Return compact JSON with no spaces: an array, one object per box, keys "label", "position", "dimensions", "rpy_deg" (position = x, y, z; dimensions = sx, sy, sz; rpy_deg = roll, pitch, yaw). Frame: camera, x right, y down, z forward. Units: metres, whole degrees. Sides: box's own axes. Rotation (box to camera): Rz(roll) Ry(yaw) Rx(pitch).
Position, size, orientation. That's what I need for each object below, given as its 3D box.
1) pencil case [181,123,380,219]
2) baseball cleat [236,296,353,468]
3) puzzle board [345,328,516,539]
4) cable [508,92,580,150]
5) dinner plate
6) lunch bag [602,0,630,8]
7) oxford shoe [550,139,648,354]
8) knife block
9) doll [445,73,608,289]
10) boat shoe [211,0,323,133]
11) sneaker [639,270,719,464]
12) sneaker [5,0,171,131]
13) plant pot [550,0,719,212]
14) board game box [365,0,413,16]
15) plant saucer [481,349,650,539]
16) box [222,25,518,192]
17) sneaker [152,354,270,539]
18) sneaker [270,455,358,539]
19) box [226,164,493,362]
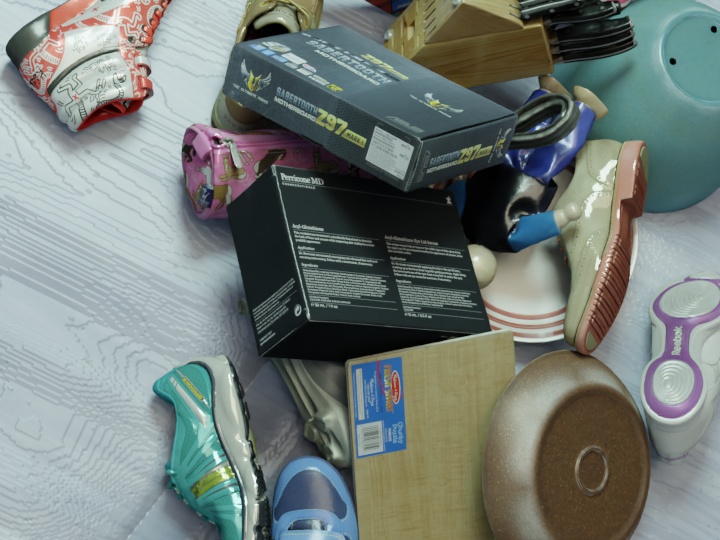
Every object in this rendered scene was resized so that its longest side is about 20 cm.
[{"label":"pencil case","position":[-0.053,-0.091,1.576],"dimensions":[0.198,0.086,0.084],"rpy_deg":[-4,103,-21]},{"label":"baseball cleat","position":[-0.029,0.068,1.560],"dimensions":[0.106,0.070,0.201],"rpy_deg":[-19,83,-35]},{"label":"puzzle board","position":[0.063,0.157,1.532],"dimensions":[0.149,0.017,0.202],"rpy_deg":[-9,106,-19]},{"label":"cable","position":[0.097,-0.120,1.588],"dimensions":[0.050,0.199,0.098],"rpy_deg":[44,65,-30]},{"label":"dinner plate","position":[0.151,-0.032,1.642],"dimensions":[0.198,0.024,0.202],"rpy_deg":[1,75,-5]},{"label":"lunch bag","position":[0.180,-0.338,1.700],"dimensions":[0.198,0.082,0.177],"rpy_deg":[18,47,1]},{"label":"oxford shoe","position":[0.200,-0.022,1.605],"dimensions":[0.073,0.071,0.201],"rpy_deg":[8,67,22]},{"label":"knife block","position":[0.136,-0.205,1.610],"dimensions":[0.174,0.200,0.064],"rpy_deg":[18,53,-24]},{"label":"doll","position":[0.141,-0.072,1.600],"dimensions":[0.136,0.048,0.201],"rpy_deg":[26,79,35]},{"label":"boat shoe","position":[-0.073,-0.208,1.618],"dimensions":[0.073,0.066,0.202],"rpy_deg":[19,70,-10]},{"label":"sneaker","position":[0.290,0.085,1.643],"dimensions":[0.074,0.100,0.201],"rpy_deg":[8,47,21]},{"label":"sneaker","position":[-0.197,-0.203,1.583],"dimensions":[0.201,0.067,0.108],"rpy_deg":[-37,88,-19]},{"label":"plant pot","position":[0.287,-0.169,1.674],"dimensions":[0.198,0.135,0.202],"rpy_deg":[4,74,-15]},{"label":"board game box","position":[0.070,-0.275,1.594],"dimensions":[0.103,0.199,0.020],"rpy_deg":[21,63,-42]},{"label":"plant saucer","position":[0.186,0.169,1.553],"dimensions":[0.199,0.037,0.202],"rpy_deg":[0,89,-40]},{"label":"box","position":[0.009,-0.139,1.521],"dimensions":[0.199,0.051,0.157],"rpy_deg":[31,26,26]},{"label":"sneaker","position":[-0.120,0.171,1.503],"dimensions":[0.079,0.078,0.202],"rpy_deg":[-15,73,0]},{"label":"sneaker","position":[-0.040,0.249,1.471],"dimensions":[0.073,0.082,0.202],"rpy_deg":[-1,79,4]},{"label":"box","position":[0.000,0.000,1.524],"dimensions":[0.199,0.079,0.142],"rpy_deg":[7,61,-38]}]
